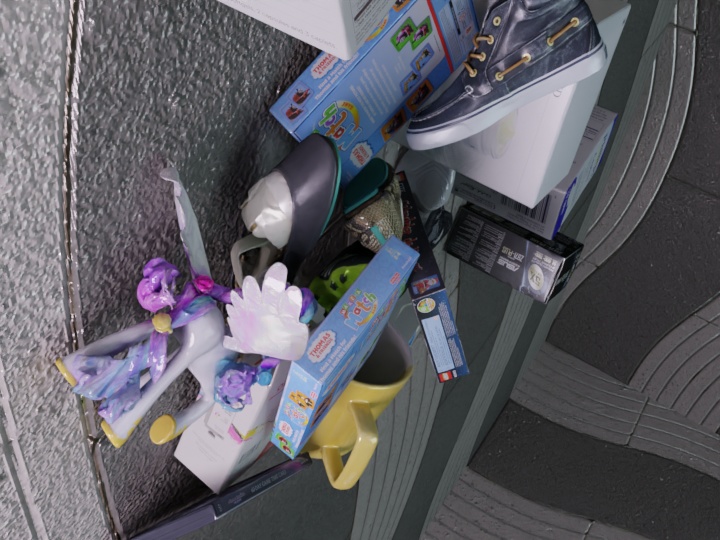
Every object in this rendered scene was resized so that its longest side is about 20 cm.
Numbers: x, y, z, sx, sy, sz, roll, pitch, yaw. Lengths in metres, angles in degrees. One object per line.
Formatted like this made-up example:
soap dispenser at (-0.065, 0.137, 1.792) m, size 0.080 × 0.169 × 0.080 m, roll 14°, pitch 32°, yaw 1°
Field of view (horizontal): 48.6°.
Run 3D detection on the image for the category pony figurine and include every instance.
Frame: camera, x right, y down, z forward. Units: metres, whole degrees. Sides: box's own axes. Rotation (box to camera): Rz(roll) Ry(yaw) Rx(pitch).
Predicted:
pony figurine at (-0.120, 0.041, 0.603) m, size 0.198 × 0.167 × 0.194 m, roll -36°, pitch 156°, yaw -15°

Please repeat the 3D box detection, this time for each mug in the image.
mug at (-0.038, 0.147, 0.931) m, size 0.155 × 0.147 × 0.187 m, roll -63°, pitch 176°, yaw 29°

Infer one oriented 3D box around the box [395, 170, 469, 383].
box at (0.068, 0.003, 0.894) m, size 0.202 × 0.037 × 0.138 m, roll -104°, pitch 174°, yaw -47°

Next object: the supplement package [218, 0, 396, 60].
supplement package at (-0.038, -0.251, 0.396) m, size 0.152 × 0.150 × 0.201 m, roll -54°, pitch 159°, yaw -19°

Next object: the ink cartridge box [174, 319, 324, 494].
ink cartridge box at (-0.099, 0.110, 0.786) m, size 0.116 × 0.067 × 0.202 m, roll -34°, pitch 156°, yaw -55°

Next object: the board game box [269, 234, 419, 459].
board game box at (-0.019, 0.077, 0.736) m, size 0.152 × 0.036 × 0.201 m, roll -51°, pitch 172°, yaw -30°

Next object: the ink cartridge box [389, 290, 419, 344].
ink cartridge box at (0.045, 0.090, 1.140) m, size 0.117 × 0.066 × 0.200 m, roll -58°, pitch 173°, yaw -11°

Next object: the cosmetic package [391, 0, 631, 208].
cosmetic package at (0.150, -0.211, 0.858) m, size 0.123 × 0.197 × 0.203 m, roll -38°, pitch 149°, yaw -48°

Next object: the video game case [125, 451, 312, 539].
video game case at (-0.150, 0.242, 0.824) m, size 0.141 × 0.019 × 0.199 m, roll -28°, pitch 170°, yaw 20°

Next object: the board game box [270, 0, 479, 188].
board game box at (0.022, -0.179, 0.720) m, size 0.200 × 0.037 × 0.151 m, roll -47°, pitch 160°, yaw 2°

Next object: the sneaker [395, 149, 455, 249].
sneaker at (0.085, -0.094, 1.039) m, size 0.113 × 0.075 × 0.203 m, roll -32°, pitch 150°, yaw -57°

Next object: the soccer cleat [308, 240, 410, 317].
soccer cleat at (0.000, 0.000, 0.852) m, size 0.082 × 0.067 × 0.199 m, roll -57°, pitch -164°, yaw -21°

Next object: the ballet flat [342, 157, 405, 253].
ballet flat at (0.018, -0.057, 0.809) m, size 0.067 × 0.076 × 0.200 m, roll -32°, pitch -165°, yaw 11°

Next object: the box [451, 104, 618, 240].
box at (0.258, -0.177, 1.203) m, size 0.201 × 0.182 × 0.106 m, roll -49°, pitch 156°, yaw -31°

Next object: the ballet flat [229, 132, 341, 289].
ballet flat at (-0.074, -0.033, 0.684) m, size 0.073 × 0.073 × 0.201 m, roll -44°, pitch 169°, yaw -41°

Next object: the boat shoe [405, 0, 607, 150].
boat shoe at (0.118, -0.191, 0.728) m, size 0.197 × 0.092 × 0.071 m, roll -25°, pitch -158°, yaw 12°

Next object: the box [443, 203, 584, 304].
box at (0.269, -0.039, 1.383) m, size 0.163 × 0.197 × 0.088 m, roll -20°, pitch 135°, yaw -62°
